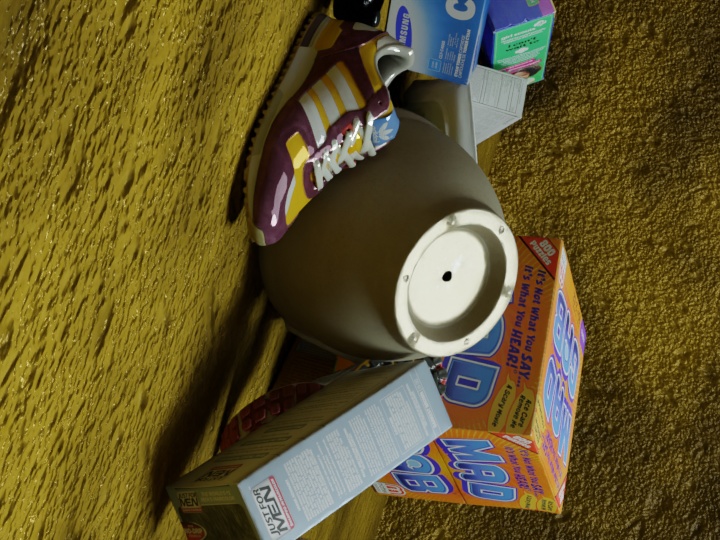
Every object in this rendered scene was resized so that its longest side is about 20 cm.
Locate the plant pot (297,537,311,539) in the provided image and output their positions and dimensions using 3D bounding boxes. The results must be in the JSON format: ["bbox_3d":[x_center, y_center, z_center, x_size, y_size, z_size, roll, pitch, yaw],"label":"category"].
[{"bbox_3d":[-0.069,0.333,1.193,0.200,0.198,0.185,-44,147,-75],"label":"plant pot"}]

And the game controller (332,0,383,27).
[{"bbox_3d":[0.018,-0.284,1.113,0.105,0.042,0.202,87,18,-69],"label":"game controller"}]

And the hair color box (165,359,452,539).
[{"bbox_3d":[-0.036,0.139,1.066,0.199,0.098,0.061,-29,99,-39],"label":"hair color box"}]

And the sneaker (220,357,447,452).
[{"bbox_3d":[-0.023,0.125,1.207,0.082,0.198,0.079,131,-61,-78],"label":"sneaker"}]

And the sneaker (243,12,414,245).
[{"bbox_3d":[-0.021,-0.101,1.036,0.075,0.089,0.202,90,16,-62],"label":"sneaker"}]

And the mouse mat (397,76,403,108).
[{"bbox_3d":[0.049,-0.094,1.564,0.201,0.007,0.162,-95,-179,-46],"label":"mouse mat"}]

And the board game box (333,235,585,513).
[{"bbox_3d":[0.101,0.100,1.400,0.200,0.197,0.202,63,35,-57],"label":"board game box"}]

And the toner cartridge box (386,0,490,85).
[{"bbox_3d":[0.082,-0.285,1.388,0.043,0.094,0.202,-63,166,-48],"label":"toner cartridge box"}]

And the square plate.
[{"bbox_3d":[0.083,-0.108,1.551,0.200,0.028,0.201,-162,-114,-74],"label":"square plate"}]

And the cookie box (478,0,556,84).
[{"bbox_3d":[0.148,-0.309,1.574,0.200,0.074,0.173,71,0,-77],"label":"cookie box"}]

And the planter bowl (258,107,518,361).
[{"bbox_3d":[0.038,-0.013,1.113,0.198,0.134,0.203,-15,118,-30],"label":"planter bowl"}]

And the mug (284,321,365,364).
[{"bbox_3d":[0.006,0.003,1.285,0.155,0.148,0.187,-65,165,-3],"label":"mug"}]

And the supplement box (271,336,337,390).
[{"bbox_3d":[-0.053,0.127,1.377,0.201,0.068,0.067,-68,169,-47],"label":"supplement box"}]

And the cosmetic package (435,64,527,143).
[{"bbox_3d":[0.116,-0.185,1.631,0.200,0.082,0.051,157,-53,-73],"label":"cosmetic package"}]
